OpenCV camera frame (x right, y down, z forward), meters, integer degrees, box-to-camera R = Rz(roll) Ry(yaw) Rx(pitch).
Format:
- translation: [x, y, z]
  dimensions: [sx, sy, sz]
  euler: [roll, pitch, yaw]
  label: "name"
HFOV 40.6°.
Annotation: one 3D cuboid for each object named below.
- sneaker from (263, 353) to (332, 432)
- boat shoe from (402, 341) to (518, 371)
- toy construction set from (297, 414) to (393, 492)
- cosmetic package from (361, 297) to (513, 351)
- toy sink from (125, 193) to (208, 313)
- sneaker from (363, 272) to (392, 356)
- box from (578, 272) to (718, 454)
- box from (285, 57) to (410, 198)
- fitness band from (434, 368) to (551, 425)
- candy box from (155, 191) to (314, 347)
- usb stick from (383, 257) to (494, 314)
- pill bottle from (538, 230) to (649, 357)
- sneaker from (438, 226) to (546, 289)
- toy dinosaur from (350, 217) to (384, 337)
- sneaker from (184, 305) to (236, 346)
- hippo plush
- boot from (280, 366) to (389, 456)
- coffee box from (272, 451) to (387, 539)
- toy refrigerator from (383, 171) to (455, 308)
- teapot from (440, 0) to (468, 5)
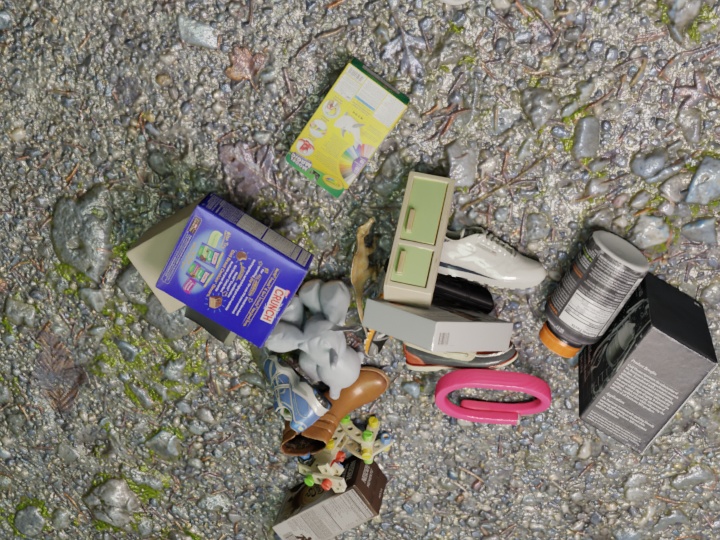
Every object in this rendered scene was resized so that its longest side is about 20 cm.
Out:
- translation: [-0.129, 0.210, 1.700]
  dimensions: [0.077, 0.200, 0.076]
  euler: [-49, 123, -5]
  label: "sneaker"
- translation: [0.168, 0.132, 1.667]
  dimensions: [0.198, 0.071, 0.063]
  euler: [-3, 112, 18]
  label: "boat shoe"
- translation: [-0.037, 0.333, 1.742]
  dimensions: [0.130, 0.200, 0.093]
  euler: [19, 118, 20]
  label: "toy construction set"
- translation: [0.124, 0.086, 1.552]
  dimensions: [0.150, 0.199, 0.052]
  euler: [15, 97, 43]
  label: "cosmetic package"
- translation: [-0.269, -0.042, 1.649]
  dimensions: [0.199, 0.112, 0.131]
  euler: [-27, 108, 22]
  label: "toy sink"
- translation: [0.058, 0.068, 1.656]
  dimensions: [0.077, 0.078, 0.201]
  euler: [18, 120, -9]
  label: "sneaker"
- translation: [0.446, 0.142, 1.537]
  dimensions: [0.123, 0.200, 0.197]
  euler: [31, 117, -3]
  label: "box"
- translation: [-0.024, -0.222, 1.551]
  dimensions: [0.117, 0.048, 0.200]
  euler: [36, 114, -6]
  label: "box"
- translation: [0.226, 0.217, 1.670]
  dimensions: [0.198, 0.038, 0.144]
  euler: [3, 148, 4]
  label: "fitness band"
- translation: [-0.198, 0.001, 1.550]
  dimensions: [0.199, 0.077, 0.170]
  euler: [32, 116, -4]
  label: "candy box"
- translation: [0.131, 0.025, 1.596]
  dimensions: [0.199, 0.056, 0.033]
  euler: [19, 118, -21]
  label: "usb stick"
- translation: [0.365, 0.044, 1.562]
  dimensions: [0.106, 0.106, 0.201]
  euler: [28, 117, -2]
  label: "pill bottle"
- translation: [0.206, -0.025, 1.584]
  dimensions: [0.198, 0.076, 0.081]
  euler: [11, 107, 5]
  label: "sneaker"
- translation: [0.000, 0.000, 1.615]
  dimensions: [0.058, 0.101, 0.202]
  euler: [7, 110, 15]
  label: "toy dinosaur"
- translation: [-0.234, 0.037, 1.698]
  dimensions: [0.106, 0.075, 0.201]
  euler: [28, 118, -5]
  label: "sneaker"
- translation: [-0.048, 0.119, 1.677]
  dimensions: [0.199, 0.160, 0.161]
  euler: [15, 152, 38]
  label: "hippo plush"
- translation: [-0.048, 0.249, 1.714]
  dimensions: [0.199, 0.155, 0.077]
  euler: [-16, 111, 18]
  label: "boot"
- translation: [-0.056, 0.435, 1.827]
  dimensions: [0.199, 0.113, 0.080]
  euler: [-32, 105, 22]
  label: "coffee box"
- translation: [0.093, -0.050, 1.523]
  dimensions: [0.075, 0.201, 0.070]
  euler: [12, 158, 6]
  label: "toy refrigerator"
- translation: [0.122, -0.504, 1.334]
  dimensions: [0.145, 0.199, 0.200]
  euler: [-7, 153, -25]
  label: "teapot"
